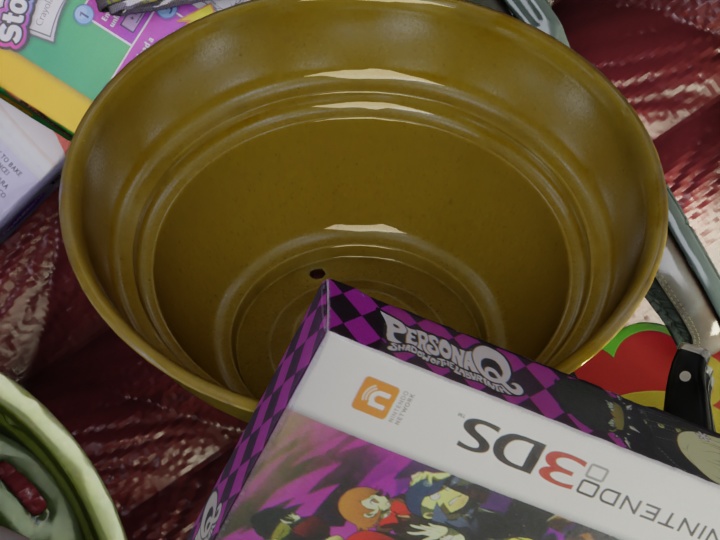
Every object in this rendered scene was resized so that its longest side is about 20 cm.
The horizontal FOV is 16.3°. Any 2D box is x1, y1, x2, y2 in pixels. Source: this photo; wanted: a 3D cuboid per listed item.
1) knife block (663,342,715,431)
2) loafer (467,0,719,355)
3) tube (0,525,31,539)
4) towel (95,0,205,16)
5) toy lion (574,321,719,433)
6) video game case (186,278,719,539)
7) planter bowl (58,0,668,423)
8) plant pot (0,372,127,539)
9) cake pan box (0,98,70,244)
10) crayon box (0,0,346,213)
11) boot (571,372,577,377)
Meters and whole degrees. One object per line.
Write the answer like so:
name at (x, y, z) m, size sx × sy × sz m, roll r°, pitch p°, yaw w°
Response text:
knife block at (0.131, 0.128, 0.856) m, size 0.064 × 0.200 × 0.176 m, roll -4°, pitch 109°, yaw 11°
loafer at (0.072, -0.043, 0.965) m, size 0.063 × 0.072 × 0.200 m, roll -32°, pitch 79°, yaw 1°
tube at (-0.147, 0.171, 0.750) m, size 0.058 × 0.052 × 0.201 m, roll 29°, pitch 95°, yaw 41°
towel at (-0.043, -0.193, 0.884) m, size 0.143 × 0.023 × 0.201 m, roll -12°, pitch 85°, yaw -1°
toy lion at (0.106, 0.129, 0.973) m, size 0.200 × 0.069 × 0.192 m, roll -44°, pitch 82°, yaw 1°
video game case at (0.028, 0.119, 0.775) m, size 0.181 × 0.036 × 0.200 m, roll 22°, pitch 117°, yaw -14°
planter bowl at (0.000, 0.000, 0.850) m, size 0.199 × 0.084 × 0.201 m, roll 1°, pitch 48°, yaw -1°
plant pot at (-0.169, 0.118, 0.909) m, size 0.199 × 0.190 × 0.201 m, roll 0°, pitch 89°, yaw 0°
cake pan box at (-0.148, -0.142, 0.979) m, size 0.184 × 0.052 × 0.200 m, roll -43°, pitch 90°, yaw -2°
crayon box at (-0.052, -0.130, 0.926) m, size 0.119 × 0.058 × 0.200 m, roll 32°, pitch 90°, yaw 0°
boot at (0.001, 0.116, 0.894) m, size 0.200 × 0.188 × 0.068 m, roll -43°, pitch 114°, yaw 10°
